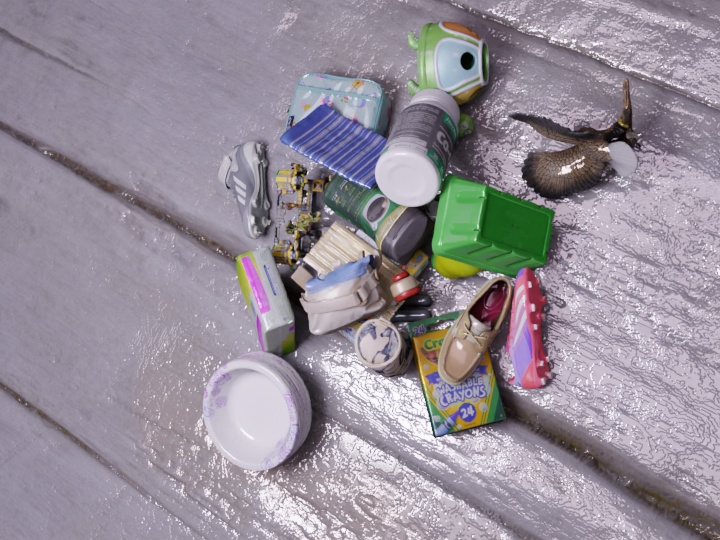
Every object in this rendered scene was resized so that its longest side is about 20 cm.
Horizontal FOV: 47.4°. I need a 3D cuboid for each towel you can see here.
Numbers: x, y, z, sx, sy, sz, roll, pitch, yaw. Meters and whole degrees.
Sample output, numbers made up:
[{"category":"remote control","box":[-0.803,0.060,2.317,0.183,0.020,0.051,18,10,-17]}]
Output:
[{"category":"towel","box":[-0.027,-0.221,1.443,0.197,0.145,0.024,29,136,18]}]

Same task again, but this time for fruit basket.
[{"category":"fruit basket","box":[0.199,-0.063,1.395,0.211,0.215,0.159,9,84,22]}]

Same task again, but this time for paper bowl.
[{"category":"paper bowl","box":[-0.180,0.249,1.492,0.196,0.104,0.206,4,102,22]}]

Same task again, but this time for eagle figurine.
[{"category":"eagle figurine","box":[0.361,-0.210,1.373,0.195,0.151,0.155,-15,86,7]}]

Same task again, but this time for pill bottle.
[{"category":"pill bottle","box":[0.102,-0.212,1.383,0.110,0.115,0.202,3,45,21]}]

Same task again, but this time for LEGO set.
[{"category":"LEGO set","box":[-0.082,-0.095,1.506,0.113,0.153,0.205,5,86,21]}]

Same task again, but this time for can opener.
[{"category":"can opener","box":[0.031,0.068,1.483,0.195,0.066,0.054,0,79,16]}]

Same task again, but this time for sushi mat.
[{"category":"sushi mat","box":[0.000,0.000,1.439,0.199,0.012,0.096,36,78,18]}]

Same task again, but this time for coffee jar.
[{"category":"coffee jar","box":[0.033,-0.102,1.424,0.200,0.085,0.105,42,95,30]}]

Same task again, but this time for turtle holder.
[{"category":"turtle holder","box":[0.159,-0.347,1.459,0.129,0.141,0.190,1,77,20]}]

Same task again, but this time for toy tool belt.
[{"category":"toy tool belt","box":[-0.010,0.018,1.361,0.196,0.125,0.125,-24,83,8]}]

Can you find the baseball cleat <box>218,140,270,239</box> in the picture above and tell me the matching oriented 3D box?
[{"category":"baseball cleat","box":[-0.230,-0.153,1.623,0.104,0.070,0.205,-9,69,26]}]

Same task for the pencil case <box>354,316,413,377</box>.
[{"category":"pencil case","box":[0.043,0.131,1.392,0.076,0.200,0.092,13,81,12]}]

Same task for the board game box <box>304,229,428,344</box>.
[{"category":"board game box","box":[0.009,0.017,1.457,0.134,0.034,0.201,36,77,18]}]

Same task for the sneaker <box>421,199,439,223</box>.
[{"category":"sneaker","box":[0.096,-0.132,1.482,0.196,0.075,0.090,12,85,21]}]

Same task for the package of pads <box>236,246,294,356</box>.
[{"category":"package of pads","box":[-0.171,0.060,1.487,0.067,0.201,0.157,-19,72,-12]}]

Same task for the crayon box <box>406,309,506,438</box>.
[{"category":"crayon box","box":[0.161,0.169,1.400,0.123,0.052,0.205,-13,75,-3]}]

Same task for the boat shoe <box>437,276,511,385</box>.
[{"category":"boat shoe","box":[0.190,0.094,1.358,0.073,0.067,0.203,27,77,6]}]

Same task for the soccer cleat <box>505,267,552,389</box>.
[{"category":"soccer cleat","box":[0.270,0.098,1.365,0.075,0.066,0.205,-4,98,35]}]

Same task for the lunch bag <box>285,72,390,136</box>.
[{"category":"lunch bag","box":[-0.046,-0.292,1.562,0.196,0.077,0.164,13,86,21]}]
